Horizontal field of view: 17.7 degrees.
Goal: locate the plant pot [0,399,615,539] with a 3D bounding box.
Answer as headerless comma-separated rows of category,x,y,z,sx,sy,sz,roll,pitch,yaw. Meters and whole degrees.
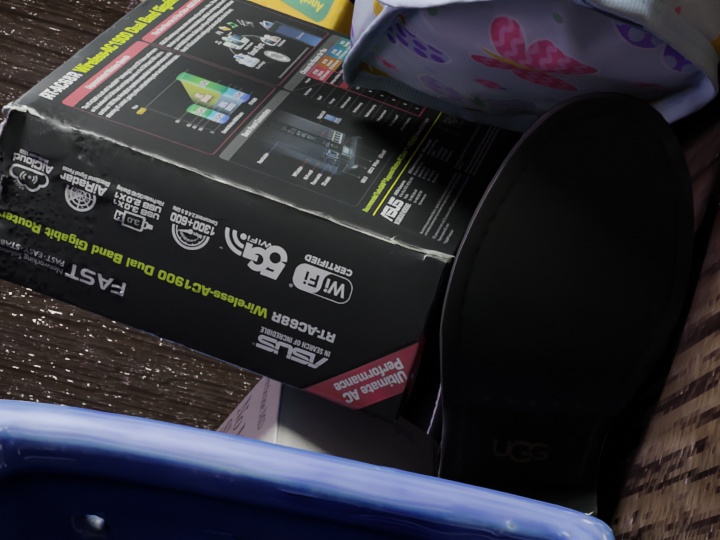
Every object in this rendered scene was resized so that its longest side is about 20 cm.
plant pot,-0.041,0.178,0.661,0.180,0.199,0.201,96,-176,-53

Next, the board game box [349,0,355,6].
board game box,-0.004,-0.166,0.799,0.200,0.032,0.121,39,-118,-48

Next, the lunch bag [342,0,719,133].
lunch bag,0.069,-0.139,0.702,0.200,0.126,0.171,159,126,-80

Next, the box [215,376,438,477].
box,-0.058,0.127,0.801,0.200,0.068,0.082,-50,17,24

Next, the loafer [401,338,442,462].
loafer,0.001,0.083,0.900,0.068,0.070,0.201,38,97,45

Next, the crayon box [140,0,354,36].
crayon box,-0.003,-0.168,0.952,0.126,0.051,0.201,36,103,46

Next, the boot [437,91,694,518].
boot,0.057,0.010,0.770,0.174,0.069,0.201,-81,3,-65

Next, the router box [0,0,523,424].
router box,-0.030,-0.033,0.807,0.200,0.149,0.062,-57,-14,-67
